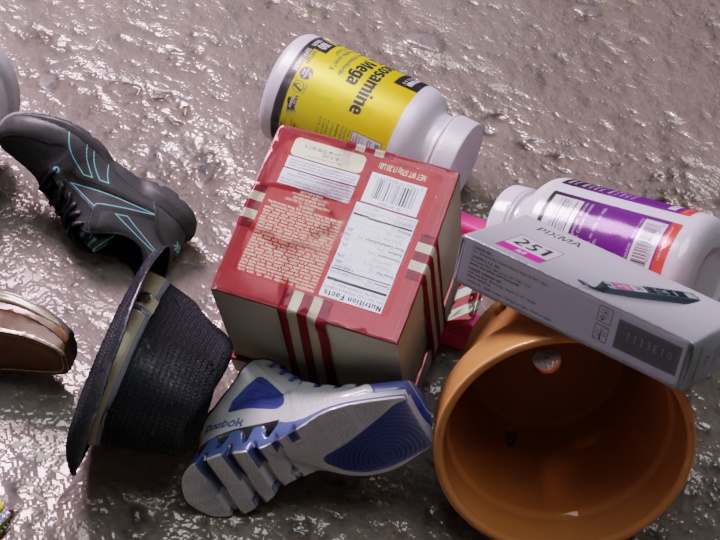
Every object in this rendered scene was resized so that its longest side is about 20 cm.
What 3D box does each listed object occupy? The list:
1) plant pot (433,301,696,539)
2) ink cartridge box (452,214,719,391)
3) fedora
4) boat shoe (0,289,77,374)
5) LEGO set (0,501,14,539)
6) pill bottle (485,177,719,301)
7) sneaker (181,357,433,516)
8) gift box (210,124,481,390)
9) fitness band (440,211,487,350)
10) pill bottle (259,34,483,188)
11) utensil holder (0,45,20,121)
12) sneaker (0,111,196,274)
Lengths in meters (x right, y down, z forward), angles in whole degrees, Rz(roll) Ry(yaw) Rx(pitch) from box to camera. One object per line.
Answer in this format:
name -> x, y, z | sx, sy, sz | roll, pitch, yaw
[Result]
plant pot -> 0.155, 0.104, 1.215 | 0.199, 0.201, 0.140 | 7, 27, -3
ink cartridge box -> 0.198, 0.012, 1.151 | 0.199, 0.044, 0.173 | 27, 27, 30
fedora -> -0.154, 0.081, 1.183 | 0.091, 0.201, 0.201 | 23, 45, -3
boat shoe -> -0.332, 0.058, 1.250 | 0.199, 0.076, 0.074 | 11, 49, 13
LEGO set -> -0.268, 0.234, 1.045 | 0.153, 0.116, 0.200 | 32, 49, 21
pill bottle -> 0.211, -0.014, 1.320 | 0.199, 0.113, 0.112 | 18, 42, 34
sneaker -> -0.048, 0.110, 1.209 | 0.198, 0.081, 0.115 | -18, 37, 9
gift box -> 0.000, 0.000, 1.265 | 0.184, 0.187, 0.201 | 21, 66, 14
fitness band -> 0.088, 0.003, 1.398 | 0.199, 0.038, 0.144 | 24, 46, 12
pill bottle -> 0.012, -0.142, 1.476 | 0.199, 0.113, 0.113 | 25, 46, 15
utensil holder -> -0.417, -0.119, 1.341 | 0.169, 0.170, 0.200 | 17, 47, 7
sneaker -> -0.243, -0.068, 1.361 | 0.199, 0.075, 0.079 | 32, 61, -5
